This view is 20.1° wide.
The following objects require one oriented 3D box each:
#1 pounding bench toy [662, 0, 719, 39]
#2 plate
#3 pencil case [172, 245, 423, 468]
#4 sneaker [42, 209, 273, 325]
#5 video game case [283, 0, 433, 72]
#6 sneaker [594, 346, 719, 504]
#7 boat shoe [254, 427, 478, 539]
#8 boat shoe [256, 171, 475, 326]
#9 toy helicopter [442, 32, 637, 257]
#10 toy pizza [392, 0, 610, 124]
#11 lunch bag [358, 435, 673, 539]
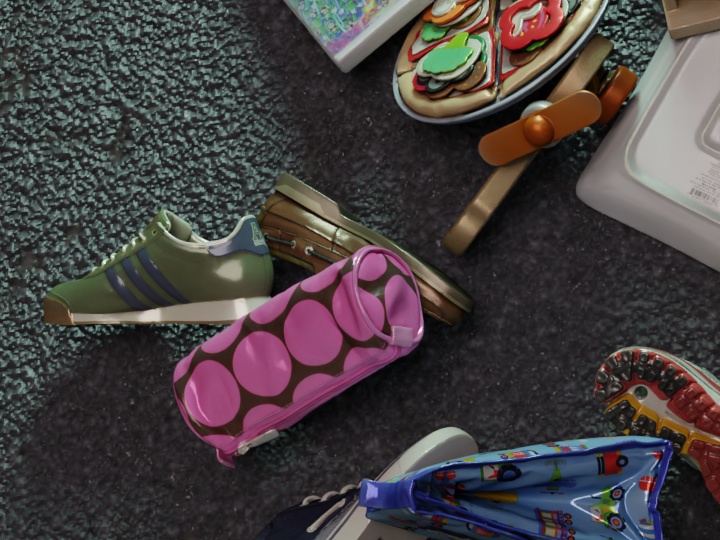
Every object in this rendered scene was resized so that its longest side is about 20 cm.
[{"bbox_3d":[0.303,-0.288,1.503,0.199,0.156,0.125,-13,56,12],"label":"pounding bench toy"},{"bbox_3d":[0.289,-0.102,1.536,0.199,0.032,0.201,29,84,21],"label":"plate"},{"bbox_3d":[-0.044,0.065,1.524,0.200,0.091,0.094,-34,49,29],"label":"pencil case"},{"bbox_3d":[-0.159,-0.003,1.609,0.199,0.067,0.091,-1,93,20],"label":"sneaker"},{"bbox_3d":[0.017,-0.280,1.654,0.200,0.024,0.182,-39,55,3],"label":"video game case"},{"bbox_3d":[0.263,0.115,1.458,0.200,0.082,0.078,38,106,6],"label":"sneaker"},{"bbox_3d":[-0.006,0.182,1.524,0.200,0.075,0.093,-44,41,-17],"label":"boat shoe"},{"bbox_3d":[0.000,0.000,1.579,0.200,0.072,0.068,33,90,31],"label":"boat shoe"},{"bbox_3d":[0.127,-0.092,1.535,0.079,0.132,0.200,36,101,-1],"label":"toy helicopter"},{"bbox_3d":[0.104,-0.194,1.563,0.199,0.032,0.201,-27,36,21],"label":"toy pizza"},{"bbox_3d":[0.098,0.157,1.412,0.199,0.151,0.095,5,82,-9],"label":"lunch bag"}]
